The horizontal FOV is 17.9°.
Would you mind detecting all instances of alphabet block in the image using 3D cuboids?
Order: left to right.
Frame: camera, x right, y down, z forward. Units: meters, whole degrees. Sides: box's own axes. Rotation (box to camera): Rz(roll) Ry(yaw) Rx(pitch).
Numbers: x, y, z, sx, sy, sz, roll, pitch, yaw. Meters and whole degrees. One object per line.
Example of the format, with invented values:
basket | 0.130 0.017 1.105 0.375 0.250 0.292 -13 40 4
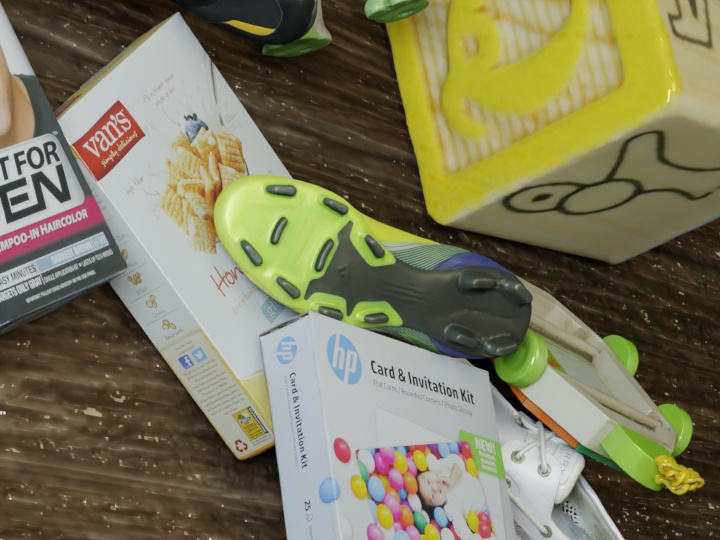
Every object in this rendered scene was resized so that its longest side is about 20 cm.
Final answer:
alphabet block | 0.153 -0.135 1.439 0.199 0.195 0.198 12 58 -50

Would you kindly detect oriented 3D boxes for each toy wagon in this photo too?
toy wagon | 0.130 0.069 1.338 0.155 0.040 0.200 27 20 -41

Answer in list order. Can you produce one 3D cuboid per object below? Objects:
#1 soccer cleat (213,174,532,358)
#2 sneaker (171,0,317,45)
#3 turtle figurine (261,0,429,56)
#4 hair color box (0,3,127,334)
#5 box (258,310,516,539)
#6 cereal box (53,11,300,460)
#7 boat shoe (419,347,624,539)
soccer cleat | 0.000 0.001 1.211 0.199 0.084 0.065 21 88 -30
sneaker | -0.119 -0.168 1.190 0.199 0.070 0.090 36 46 -3
turtle figurine | -0.038 -0.232 1.297 0.143 0.200 0.196 -15 84 -20
hair color box | -0.198 -0.068 1.056 0.099 0.060 0.201 -26 90 -55
box | 0.023 0.135 1.167 0.155 0.041 0.202 21 53 -48
cereal box | -0.080 -0.020 1.196 0.201 0.039 0.144 55 35 -13
boat shoe | 0.101 0.117 1.318 0.200 0.069 0.071 52 39 -16
